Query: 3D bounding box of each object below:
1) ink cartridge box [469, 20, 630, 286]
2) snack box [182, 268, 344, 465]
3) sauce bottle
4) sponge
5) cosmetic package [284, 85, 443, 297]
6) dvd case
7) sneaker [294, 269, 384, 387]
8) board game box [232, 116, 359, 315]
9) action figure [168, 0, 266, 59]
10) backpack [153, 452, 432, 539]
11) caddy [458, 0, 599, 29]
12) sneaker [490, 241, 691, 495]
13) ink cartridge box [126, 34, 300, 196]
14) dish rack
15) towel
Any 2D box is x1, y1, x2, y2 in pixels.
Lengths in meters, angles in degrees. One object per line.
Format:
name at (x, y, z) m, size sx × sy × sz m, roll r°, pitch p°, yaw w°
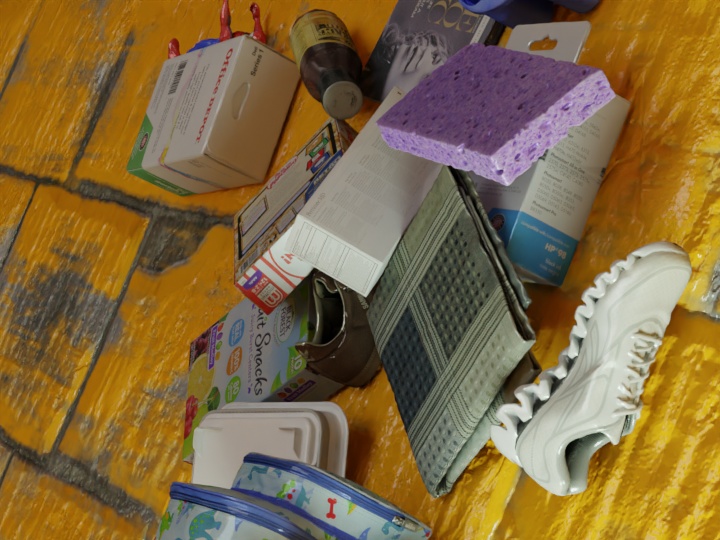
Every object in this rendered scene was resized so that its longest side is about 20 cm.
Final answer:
ink cartridge box at (0.142, -0.095, 1.413) m, size 0.116 × 0.067 × 0.201 m, roll 11°, pitch 78°, yaw 61°
snack box at (-0.092, 0.088, 1.667) m, size 0.200 × 0.053 × 0.143 m, roll -38°, pitch 39°, yaw 38°
sauce bottle at (-0.030, -0.205, 1.761) m, size 0.066 × 0.066 × 0.200 m, roll -54°, pitch 24°, yaw 17°
sponge at (0.099, -0.126, 1.362) m, size 0.111 × 0.030 × 0.200 m, roll -40°, pitch 25°, yaw -12°
cosmetic package at (0.017, -0.070, 1.497) m, size 0.200 × 0.082 × 0.051 m, roll -55°, pitch -6°, yaw -43°
dvd case at (0.070, -0.220, 1.683) m, size 0.149 × 0.016 × 0.200 m, roll -63°, pitch 29°, yaw 2°
sneaker at (0.000, 0.000, 1.562) m, size 0.070 × 0.075 × 0.201 m, roll -14°, pitch 56°, yaw 54°
board game box at (-0.054, -0.058, 1.648) m, size 0.152 × 0.046 × 0.200 m, roll -45°, pitch 17°, yaw 12°
action figure at (-0.157, -0.285, 2.044) m, size 0.200 × 0.065 × 0.099 m, roll 9°, pitch 92°, yaw 60°
backpack at (-0.058, 0.222, 1.349) m, size 0.183 × 0.200 × 0.147 m, roll 1°, pitch 68°, yaw 56°
caddy at (0.149, -0.303, 1.524) m, size 0.141 × 0.105 × 0.201 m, roll -21°, pitch 50°, yaw 50°
sneaker at (0.177, 0.071, 1.237) m, size 0.200 × 0.075 × 0.081 m, roll -57°, pitch 43°, yaw 17°
ink cartridge box at (-0.165, -0.169, 1.954) m, size 0.200 × 0.084 × 0.145 m, roll -4°, pitch 64°, yaw 58°
dish rack at (-0.093, 0.198, 1.541) m, size 0.200 × 0.043 × 0.172 m, roll -6°, pitch 74°, yaw 48°
towel at (0.072, 0.045, 1.379) m, size 0.200 × 0.034 × 0.193 m, roll 117°, pitch 144°, yaw -43°
